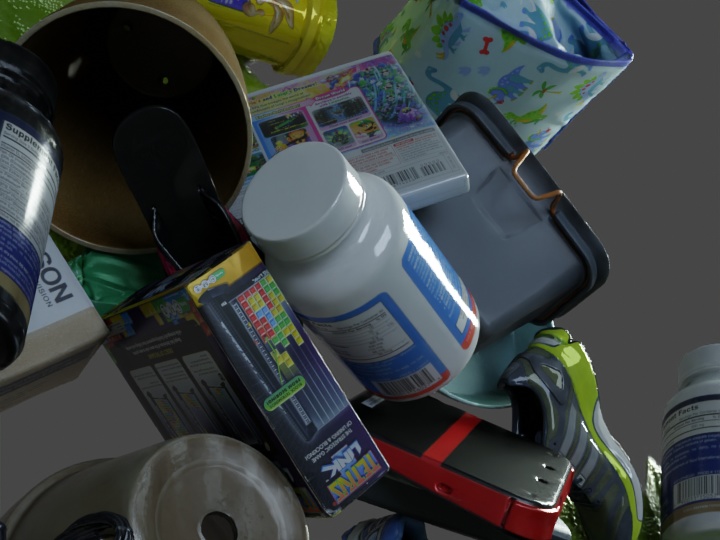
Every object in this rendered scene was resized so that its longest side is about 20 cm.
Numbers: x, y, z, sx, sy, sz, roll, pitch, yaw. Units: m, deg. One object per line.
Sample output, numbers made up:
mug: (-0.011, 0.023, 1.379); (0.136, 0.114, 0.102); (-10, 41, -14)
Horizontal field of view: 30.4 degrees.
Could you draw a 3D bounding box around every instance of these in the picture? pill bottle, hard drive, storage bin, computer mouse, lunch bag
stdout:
pill bottle: (0.000, 0.000, 0.951); (0.200, 0.111, 0.113); (52, 33, -45)
hard drive: (0.047, 0.153, 1.006); (0.198, 0.033, 0.140); (22, 10, -23)
storage bin: (0.090, -0.028, 1.099); (0.134, 0.146, 0.201); (-33, 83, -34)
pill bottle: (0.327, 0.171, 1.197); (0.110, 0.111, 0.202); (27, 49, -18)
pill bottle: (-0.245, -0.043, 0.817); (0.111, 0.112, 0.202); (20, 50, -24)
computer mouse: (-0.200, 0.167, 0.767); (0.034, 0.198, 0.059); (46, 48, -38)
lunch bag: (0.132, -0.197, 1.261); (0.198, 0.170, 0.128); (25, 50, -19)

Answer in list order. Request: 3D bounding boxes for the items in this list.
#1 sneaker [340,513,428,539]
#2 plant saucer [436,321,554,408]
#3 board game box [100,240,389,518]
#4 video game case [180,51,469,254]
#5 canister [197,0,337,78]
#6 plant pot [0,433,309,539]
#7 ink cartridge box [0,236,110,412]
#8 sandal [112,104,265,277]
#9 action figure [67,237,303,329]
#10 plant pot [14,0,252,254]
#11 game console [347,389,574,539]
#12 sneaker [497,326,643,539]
sneaker: (0.047, 0.266, 0.946); (0.076, 0.085, 0.202); (-11, 69, -40)
plant saucer: (0.082, 0.035, 1.162); (0.198, 0.036, 0.202); (18, 52, -25)
board game box: (-0.085, 0.078, 0.869); (0.057, 0.199, 0.166); (-37, 100, -27)
video game case: (-0.036, -0.093, 1.060); (0.198, 0.024, 0.183); (-18, 45, -8)
canister: (-0.128, -0.266, 1.176); (0.198, 0.087, 0.150); (14, 54, -27)
plant pot: (-0.122, 0.189, 0.814); (0.198, 0.173, 0.202); (18, 53, -25)
ink cartridge box: (-0.290, 0.004, 0.883); (0.164, 0.075, 0.201); (-27, 78, -43)
sandal: (-0.112, -0.019, 0.927); (0.075, 0.045, 0.201); (-30, 114, -5)
action figure: (-0.141, 0.019, 0.997); (0.198, 0.055, 0.119); (11, 56, -22)
plant pot: (-0.164, -0.140, 1.010); (0.185, 0.187, 0.201); (32, 24, -14)
game console: (0.070, 0.137, 0.986); (0.175, 0.031, 0.200); (22, 7, 12)
sneaker: (0.169, 0.154, 1.110); (0.080, 0.074, 0.202); (-25, 92, -32)
